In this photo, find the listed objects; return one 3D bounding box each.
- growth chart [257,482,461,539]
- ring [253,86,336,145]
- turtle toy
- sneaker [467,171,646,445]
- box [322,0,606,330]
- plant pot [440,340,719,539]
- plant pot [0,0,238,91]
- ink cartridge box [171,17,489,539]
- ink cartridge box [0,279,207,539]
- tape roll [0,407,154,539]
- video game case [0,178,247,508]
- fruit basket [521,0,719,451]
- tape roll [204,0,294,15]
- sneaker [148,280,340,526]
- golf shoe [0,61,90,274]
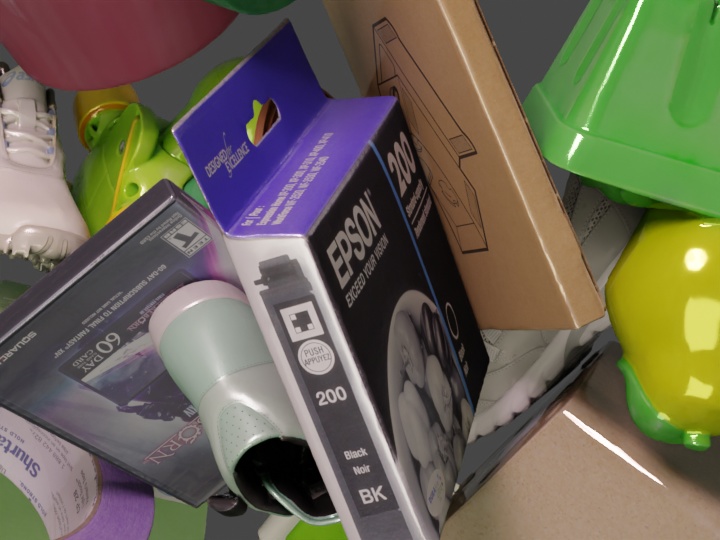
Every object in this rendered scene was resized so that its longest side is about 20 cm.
[{"bbox_3d":[0.039,0.178,1.090,0.199,0.018,0.145,28,122,-1],"label":"growth chart"},{"bbox_3d":[0.000,0.000,0.894,0.019,0.201,0.201,-17,113,21],"label":"ring"},{"bbox_3d":[-0.101,-0.031,0.950,0.101,0.146,0.200,12,127,-30],"label":"turtle toy"},{"bbox_3d":[0.090,0.020,0.971,0.082,0.075,0.200,47,117,9],"label":"sneaker"},{"bbox_3d":[0.041,-0.066,0.858,0.021,0.163,0.201,-25,95,-15],"label":"box"},{"bbox_3d":[0.138,0.156,0.950,0.177,0.200,0.200,44,111,5],"label":"plant pot"},{"bbox_3d":[-0.136,-0.193,0.841,0.199,0.201,0.180,-7,132,18],"label":"plant pot"},{"bbox_3d":[-0.002,-0.004,0.793,0.043,0.198,0.201,-18,107,17],"label":"ink cartridge box"},{"bbox_3d":[-0.161,0.114,1.088,0.145,0.048,0.201,12,118,7],"label":"ink cartridge box"},{"bbox_3d":[-0.212,0.115,0.958,0.199,0.200,0.066,31,119,-4],"label":"tape roll"},{"bbox_3d":[-0.091,0.045,0.916,0.143,0.019,0.200,-38,140,11],"label":"video game case"},{"bbox_3d":[0.171,-0.025,0.849,0.214,0.156,0.217,0,106,-1],"label":"fruit basket"},{"bbox_3d":[-0.039,-0.211,0.759,0.048,0.200,0.201,22,122,20],"label":"tape roll"},{"bbox_3d":[-0.022,0.093,0.900,0.074,0.118,0.200,-39,140,14],"label":"sneaker"},{"bbox_3d":[-0.185,-0.059,0.924,0.078,0.200,0.098,14,99,-33],"label":"golf shoe"}]
